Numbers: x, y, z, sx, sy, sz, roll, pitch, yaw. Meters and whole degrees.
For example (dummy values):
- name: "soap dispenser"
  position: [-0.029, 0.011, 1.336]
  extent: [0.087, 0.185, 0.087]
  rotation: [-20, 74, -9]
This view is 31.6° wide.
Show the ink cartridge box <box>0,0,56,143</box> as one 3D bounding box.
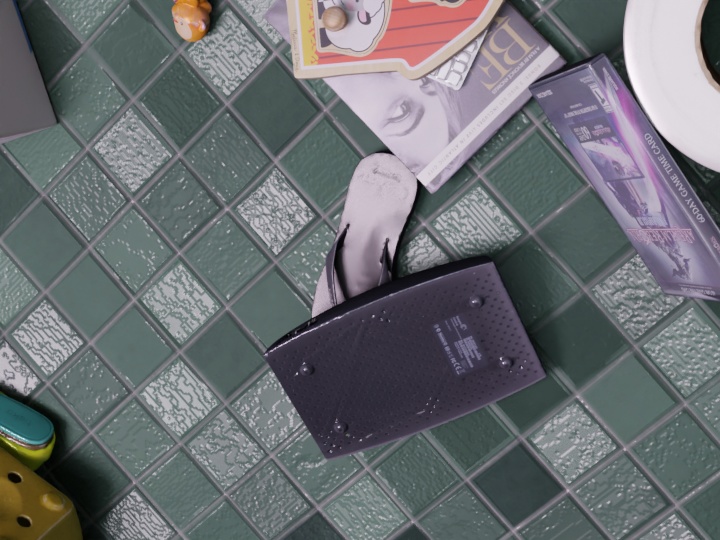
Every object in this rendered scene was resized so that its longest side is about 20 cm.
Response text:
- name: "ink cartridge box"
  position: [-0.397, -0.157, 1.081]
  extent: [0.200, 0.146, 0.147]
  rotation: [-15, 98, 18]

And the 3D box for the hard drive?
- name: "hard drive"
  position: [0.036, 0.068, 1.037]
  extent: [0.200, 0.042, 0.135]
  rotation: [-23, 119, 11]

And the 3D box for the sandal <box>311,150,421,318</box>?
- name: "sandal"
  position: [-0.001, -0.001, 1.060]
  extent: [0.076, 0.043, 0.201]
  rotation: [12, 105, 13]

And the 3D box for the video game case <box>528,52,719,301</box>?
- name: "video game case"
  position: [0.203, -0.064, 0.933]
  extent: [0.019, 0.143, 0.200]
  rotation: [-35, 97, -6]

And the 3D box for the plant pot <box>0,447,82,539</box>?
- name: "plant pot"
  position: [-0.361, 0.264, 1.122]
  extent: [0.194, 0.196, 0.200]
  rotation: [35, 117, 5]

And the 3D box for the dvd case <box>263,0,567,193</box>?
- name: "dvd case"
  position: [0.042, -0.184, 1.013]
  extent: [0.149, 0.016, 0.200]
  rotation: [-44, 88, 11]

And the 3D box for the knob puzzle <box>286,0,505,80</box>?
- name: "knob puzzle"
  position: [0.033, -0.247, 0.978]
  extent: [0.219, 0.030, 0.220]
  rotation: [0, 91, 15]

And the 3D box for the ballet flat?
- name: "ballet flat"
  position: [-0.374, 0.123, 1.183]
  extent: [0.200, 0.067, 0.067]
  rotation: [35, 127, 4]

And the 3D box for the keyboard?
- name: "keyboard"
  position: [0.094, -0.242, 0.984]
  extent: [0.056, 0.011, 0.200]
  rotation: [26, 99, 9]

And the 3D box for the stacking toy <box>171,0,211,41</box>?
- name: "stacking toy"
  position: [-0.133, -0.276, 1.015]
  extent: [0.116, 0.110, 0.200]
  rotation: [39, 133, 37]

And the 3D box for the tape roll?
- name: "tape roll"
  position: [0.290, -0.170, 0.893]
  extent: [0.202, 0.139, 0.203]
  rotation: [3, 104, 14]
